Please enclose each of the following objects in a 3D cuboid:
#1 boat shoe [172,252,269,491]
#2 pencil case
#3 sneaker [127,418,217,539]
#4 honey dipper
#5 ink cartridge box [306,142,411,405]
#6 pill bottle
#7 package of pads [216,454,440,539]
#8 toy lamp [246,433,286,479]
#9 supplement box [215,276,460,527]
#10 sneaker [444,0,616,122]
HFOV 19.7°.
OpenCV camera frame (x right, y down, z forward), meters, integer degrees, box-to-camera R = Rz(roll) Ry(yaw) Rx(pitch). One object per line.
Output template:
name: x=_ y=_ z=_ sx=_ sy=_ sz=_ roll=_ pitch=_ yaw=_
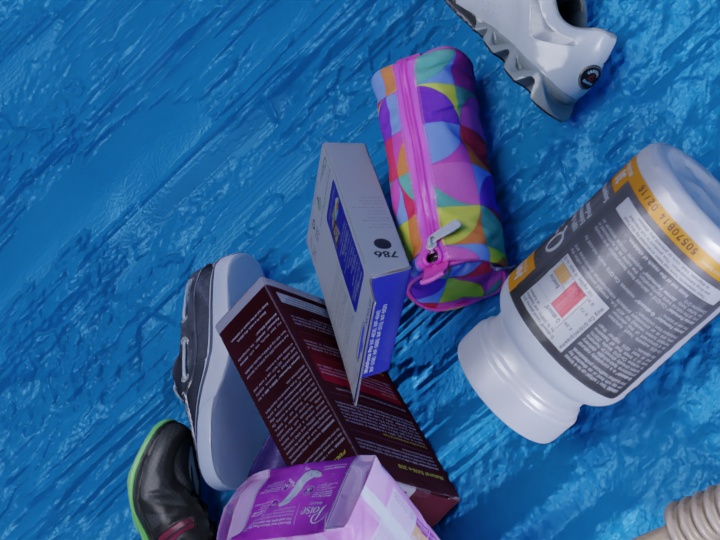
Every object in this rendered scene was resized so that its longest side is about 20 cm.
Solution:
boat shoe: x=-0.117 y=0.084 z=1.652 sx=0.068 sy=0.072 sz=0.200 roll=-18 pitch=61 yaw=34
pencil case: x=0.059 y=-0.068 z=1.543 sx=0.088 sy=0.088 sz=0.200 roll=-28 pitch=57 yaw=32
sneaker: x=-0.130 y=0.214 z=1.624 sx=0.084 sy=0.077 sz=0.200 roll=-15 pitch=75 yaw=30
honey dipper: x=0.169 y=0.190 z=1.386 sx=0.200 sy=0.038 sz=0.038 roll=-28 pitch=58 yaw=33
ink cartridge box: x=0.000 y=0.000 z=1.537 sx=0.200 sy=0.039 sz=0.099 roll=-106 pitch=22 yaw=-49
pill bottle: x=0.166 y=0.018 z=1.394 sx=0.200 sy=0.116 sz=0.116 roll=-44 pitch=51 yaw=21
package of pads: x=0.005 y=0.215 z=1.412 sx=0.120 sy=0.200 sz=0.076 roll=-12 pitch=39 yaw=37
toy lamp: x=-0.073 y=0.217 z=1.572 sx=0.058 sy=0.058 sz=0.200 roll=3 pitch=73 yaw=42
supplement box: x=-0.019 y=0.104 z=1.533 sx=0.061 sy=0.109 sz=0.200 roll=-47 pitch=49 yaw=19
sneaker: x=0.121 y=-0.205 z=1.549 sx=0.089 sy=0.074 sz=0.200 roll=-49 pitch=59 yaw=17
